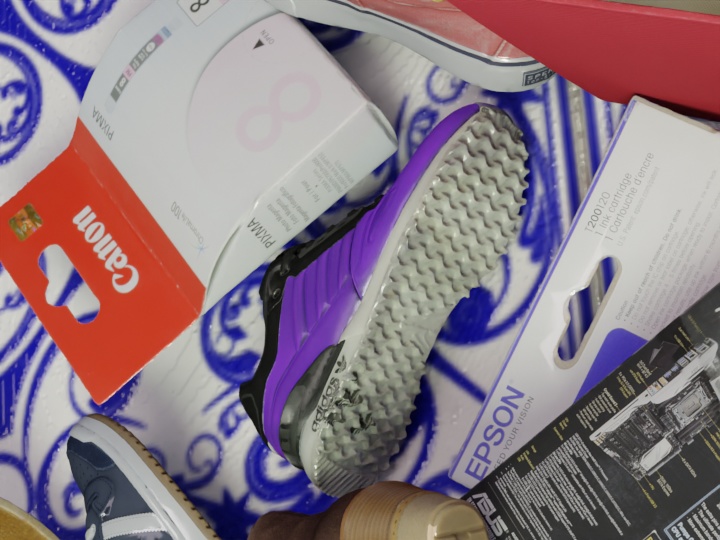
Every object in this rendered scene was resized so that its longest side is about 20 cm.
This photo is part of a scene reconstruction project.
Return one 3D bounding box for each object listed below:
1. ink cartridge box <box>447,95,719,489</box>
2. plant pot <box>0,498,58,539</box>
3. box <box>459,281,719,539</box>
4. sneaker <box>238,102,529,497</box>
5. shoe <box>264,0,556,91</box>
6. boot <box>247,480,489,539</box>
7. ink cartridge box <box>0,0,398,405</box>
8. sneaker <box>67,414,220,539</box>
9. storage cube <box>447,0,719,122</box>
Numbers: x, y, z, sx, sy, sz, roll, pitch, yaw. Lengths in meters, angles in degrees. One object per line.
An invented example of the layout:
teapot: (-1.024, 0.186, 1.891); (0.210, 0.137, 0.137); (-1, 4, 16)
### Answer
ink cartridge box: (0.162, 0.047, 0.976); (0.200, 0.043, 0.198); (28, 92, 35)
plant pot: (-0.250, 0.231, 1.125); (0.200, 0.186, 0.187); (-35, 58, 37)
box: (0.145, 0.114, 0.872); (0.158, 0.050, 0.200); (-41, 43, 7)
sneaker: (0.000, 0.000, 1.087); (0.099, 0.070, 0.200); (29, 91, 43)
shoe: (0.017, -0.164, 1.099); (0.200, 0.071, 0.091); (28, 136, 33)
boot: (0.009, 0.191, 0.949); (0.166, 0.072, 0.200); (-20, 72, 59)
ink cartridge box: (-0.100, -0.053, 1.145); (0.200, 0.057, 0.163); (-38, 49, -3)
sneaker: (-0.112, 0.163, 1.086); (0.108, 0.070, 0.200); (-38, 58, -9)
storage cube: (0.157, -0.164, 0.957); (0.200, 0.180, 0.171); (13, 84, 36)
